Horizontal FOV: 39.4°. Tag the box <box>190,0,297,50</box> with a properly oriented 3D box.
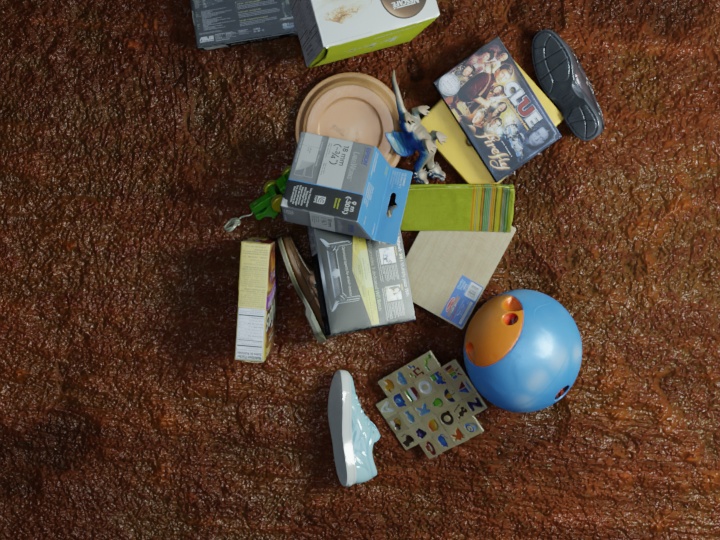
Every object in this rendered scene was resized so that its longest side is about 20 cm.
[{"bbox_3d":[-0.195,-0.476,1.734,0.195,0.044,0.164,-9,95,4],"label":"box"}]

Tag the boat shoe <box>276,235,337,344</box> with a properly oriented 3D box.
[{"bbox_3d":[-0.083,0.024,1.767,0.067,0.072,0.203,-24,103,1],"label":"boat shoe"}]

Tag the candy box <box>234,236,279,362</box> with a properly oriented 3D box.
[{"bbox_3d":[-0.178,0.048,1.747,0.055,0.117,0.205,5,97,3],"label":"candy box"}]

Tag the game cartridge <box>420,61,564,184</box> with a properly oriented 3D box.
[{"bbox_3d":[0.223,-0.256,1.737,0.200,0.032,0.177,-43,91,4],"label":"game cartridge"}]

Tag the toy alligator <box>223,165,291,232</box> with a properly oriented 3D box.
[{"bbox_3d":[-0.148,-0.119,1.763,0.199,0.060,0.054,-38,133,6],"label":"toy alligator"}]

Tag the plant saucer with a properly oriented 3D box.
[{"bbox_3d":[-0.017,-0.242,1.751,0.196,0.032,0.205,0,95,4],"label":"plant saucer"}]

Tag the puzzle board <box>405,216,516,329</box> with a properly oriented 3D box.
[{"bbox_3d":[0.162,-0.021,1.769,0.149,0.017,0.203,28,97,0],"label":"puzzle board"}]

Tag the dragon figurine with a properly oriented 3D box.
[{"bbox_3d":[0.084,-0.231,1.708,0.059,0.099,0.201,-42,97,-31],"label":"dragon figurine"}]

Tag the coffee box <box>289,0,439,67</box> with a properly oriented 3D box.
[{"bbox_3d":[-0.008,-0.460,1.624,0.196,0.200,0.202,-17,95,-10],"label":"coffee box"}]

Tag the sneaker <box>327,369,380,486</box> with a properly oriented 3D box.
[{"bbox_3d":[-0.008,0.276,1.792,0.080,0.074,0.205,-4,91,-26],"label":"sneaker"}]

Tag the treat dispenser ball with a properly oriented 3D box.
[{"bbox_3d":[0.270,0.134,1.683,0.196,0.201,0.206,0,96,4],"label":"treat dispenser ball"}]

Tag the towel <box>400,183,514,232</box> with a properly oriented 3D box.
[{"bbox_3d":[0.165,-0.106,1.730,0.195,0.018,0.088,0,116,3],"label":"towel"}]

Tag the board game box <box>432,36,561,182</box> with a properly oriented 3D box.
[{"bbox_3d":[0.230,-0.271,1.702,0.134,0.035,0.202,-34,92,4],"label":"board game box"}]

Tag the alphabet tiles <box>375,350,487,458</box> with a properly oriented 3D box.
[{"bbox_3d":[0.121,0.236,1.752,0.199,0.006,0.168,-34,92,36],"label":"alphabet tiles"}]

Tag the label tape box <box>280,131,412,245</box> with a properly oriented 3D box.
[{"bbox_3d":[-0.021,-0.138,1.675,0.196,0.064,0.147,12,67,6],"label":"label tape box"}]

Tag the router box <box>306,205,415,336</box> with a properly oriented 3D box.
[{"bbox_3d":[0.000,0.000,1.725,0.154,0.052,0.205,-8,86,-15],"label":"router box"}]

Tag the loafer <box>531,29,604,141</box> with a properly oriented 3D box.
[{"bbox_3d":[0.355,-0.316,1.715,0.071,0.063,0.203,-28,89,36],"label":"loafer"}]
